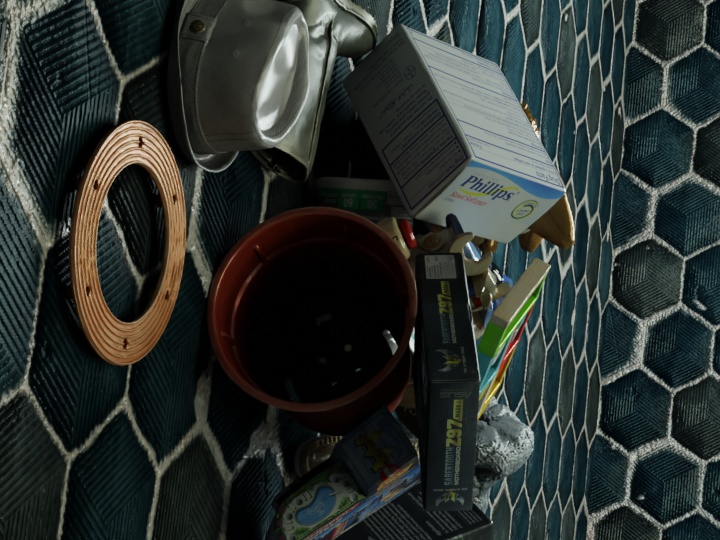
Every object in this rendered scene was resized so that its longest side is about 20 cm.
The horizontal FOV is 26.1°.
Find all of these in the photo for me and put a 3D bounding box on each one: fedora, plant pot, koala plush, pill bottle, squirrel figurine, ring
[{"bbox_3d":[-0.100,-0.184,1.405,0.177,0.090,0.201,73,27,-47],"label":"fedora"},{"bbox_3d":[-0.032,0.068,1.532,0.195,0.199,0.202,67,31,-67],"label":"plant pot"},{"bbox_3d":[0.133,0.281,2.109,0.177,0.183,0.201,-49,151,-60],"label":"koala plush"},{"bbox_3d":[0.000,0.000,1.709,0.113,0.112,0.202,-3,96,-71],"label":"pill bottle"},{"bbox_3d":[0.180,-0.120,1.894,0.187,0.140,0.202,-50,131,-79],"label":"squirrel figurine"},{"bbox_3d":[-0.193,-0.023,1.276,0.200,0.019,0.202,4,90,-73],"label":"ring"}]

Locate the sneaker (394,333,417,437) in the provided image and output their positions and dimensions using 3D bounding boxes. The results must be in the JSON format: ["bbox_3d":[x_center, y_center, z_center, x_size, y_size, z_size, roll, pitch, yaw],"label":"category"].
[{"bbox_3d":[0.067,0.099,1.839,0.201,0.083,0.121,61,33,-8],"label":"sneaker"}]

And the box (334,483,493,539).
[{"bbox_3d":[0.043,0.367,1.752,0.124,0.195,0.201,40,-39,56],"label":"box"}]

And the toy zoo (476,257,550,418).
[{"bbox_3d":[0.136,0.096,1.618,0.131,0.020,0.201,-46,160,-52],"label":"toy zoo"}]

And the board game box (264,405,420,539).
[{"bbox_3d":[-0.015,0.215,1.572,0.199,0.062,0.200,-31,164,-19],"label":"board game box"}]

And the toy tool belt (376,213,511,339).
[{"bbox_3d":[0.097,-0.002,1.630,0.125,0.122,0.200,-109,172,-45],"label":"toy tool belt"}]

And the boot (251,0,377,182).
[{"bbox_3d":[-0.046,-0.188,1.600,0.182,0.072,0.202,28,60,-55],"label":"boot"}]

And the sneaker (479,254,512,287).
[{"bbox_3d":[0.091,0.014,1.887,0.078,0.199,0.070,40,56,-31],"label":"sneaker"}]

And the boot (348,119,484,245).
[{"bbox_3d":[0.064,-0.094,1.796,0.097,0.075,0.201,-14,66,-40],"label":"boot"}]

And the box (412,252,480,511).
[{"bbox_3d":[0.078,0.102,1.469,0.201,0.051,0.159,-92,-179,-54],"label":"box"}]

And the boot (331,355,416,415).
[{"bbox_3d":[0.046,0.139,1.736,0.076,0.199,0.074,61,22,-24],"label":"boot"}]

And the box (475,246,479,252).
[{"bbox_3d":[0.085,-0.086,1.936,0.200,0.085,0.165,48,35,-65],"label":"box"}]

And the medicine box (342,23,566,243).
[{"bbox_3d":[0.104,-0.148,1.712,0.182,0.103,0.201,13,44,-48],"label":"medicine box"}]

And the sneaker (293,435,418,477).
[{"bbox_3d":[-0.019,0.212,1.788,0.199,0.112,0.072,8,94,-41],"label":"sneaker"}]
